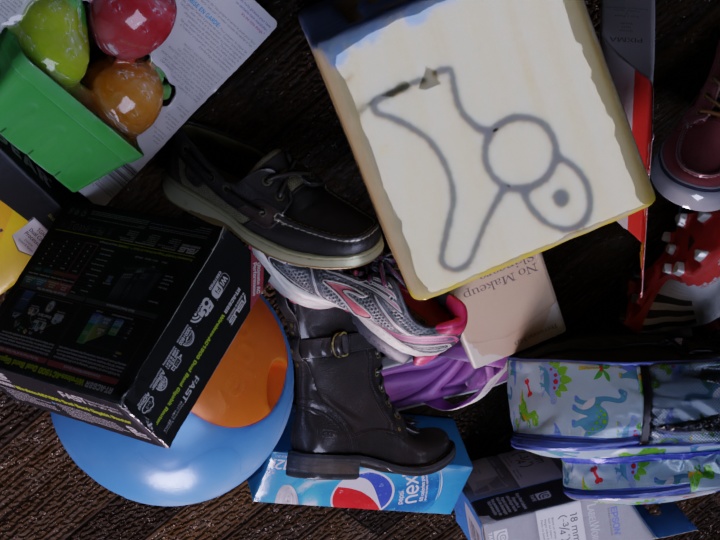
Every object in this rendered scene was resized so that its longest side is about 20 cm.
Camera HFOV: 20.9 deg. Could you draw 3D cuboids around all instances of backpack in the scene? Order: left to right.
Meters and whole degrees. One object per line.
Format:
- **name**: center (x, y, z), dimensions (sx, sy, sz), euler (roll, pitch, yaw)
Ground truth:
- **backpack**: center (0.227, 0.127, 1.675), dimensions (0.198, 0.183, 0.148), euler (1, 87, -3)

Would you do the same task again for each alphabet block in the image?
- **alphabet block**: center (0.080, -0.122, 1.428), dimensions (0.194, 0.197, 0.201), euler (-21, 105, 2)

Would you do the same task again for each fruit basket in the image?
- **fruit basket**: center (-0.188, -0.167, 1.436), dimensions (0.200, 0.094, 0.185), euler (-48, 128, 3)

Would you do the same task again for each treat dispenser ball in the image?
- **treat dispenser ball**: center (-0.153, 0.087, 1.564), dimensions (0.199, 0.202, 0.202), euler (-9, 131, -11)

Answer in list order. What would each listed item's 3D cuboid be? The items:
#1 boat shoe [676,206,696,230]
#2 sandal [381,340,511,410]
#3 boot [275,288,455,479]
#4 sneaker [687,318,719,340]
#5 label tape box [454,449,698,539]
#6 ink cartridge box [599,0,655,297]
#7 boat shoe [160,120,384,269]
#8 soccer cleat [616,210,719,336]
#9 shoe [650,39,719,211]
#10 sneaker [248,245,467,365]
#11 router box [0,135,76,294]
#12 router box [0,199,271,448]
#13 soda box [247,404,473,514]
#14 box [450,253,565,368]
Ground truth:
- **boat shoe**: center (0.337, -0.080, 1.671), dimensions (0.083, 0.069, 0.201), euler (10, 128, -24)
- **sandal**: center (0.086, 0.095, 1.749), dimensions (0.201, 0.050, 0.083), euler (-20, 133, -2)
- **boot**: center (0.009, 0.087, 1.668), dimensions (0.199, 0.069, 0.176), euler (1, 91, -44)
- **sneaker**: center (0.374, 0.029, 1.773), dimensions (0.097, 0.071, 0.201), euler (17, 124, -28)
- **label tape box**: center (0.194, 0.211, 1.812), dimensions (0.198, 0.144, 0.064), euler (-13, 108, -7)
- **ink cartridge box**: center (0.205, -0.104, 1.524), dimensions (0.050, 0.201, 0.162), euler (3, 131, 9)
- **boat shoe**: center (-0.071, -0.061, 1.494), dimensions (0.072, 0.200, 0.066), euler (-36, 139, -44)
- **soccer cleat**: center (0.293, 0.006, 1.691), dimensions (0.084, 0.069, 0.200), euler (15, 151, -12)
- **shoe**: center (0.288, -0.126, 1.554), dimensions (0.071, 0.200, 0.092), euler (22, 122, 12)
- **sneaker**: center (0.000, 0.000, 1.592), dimensions (0.199, 0.081, 0.075), euler (30, 151, -15)
- **router box**: center (-0.329, -0.059, 1.484), dimensions (0.149, 0.051, 0.200), euler (-35, 131, 9)
- **router box**: center (-0.178, 0.035, 1.422), dimensions (0.062, 0.199, 0.150), euler (47, 66, -38)
- **soda box**: center (-0.004, 0.172, 1.771), dimensions (0.198, 0.068, 0.065), euler (6, 126, -22)
- **box**: center (0.100, -0.022, 1.637), dimensions (0.094, 0.078, 0.201), euler (-23, 131, 2)
